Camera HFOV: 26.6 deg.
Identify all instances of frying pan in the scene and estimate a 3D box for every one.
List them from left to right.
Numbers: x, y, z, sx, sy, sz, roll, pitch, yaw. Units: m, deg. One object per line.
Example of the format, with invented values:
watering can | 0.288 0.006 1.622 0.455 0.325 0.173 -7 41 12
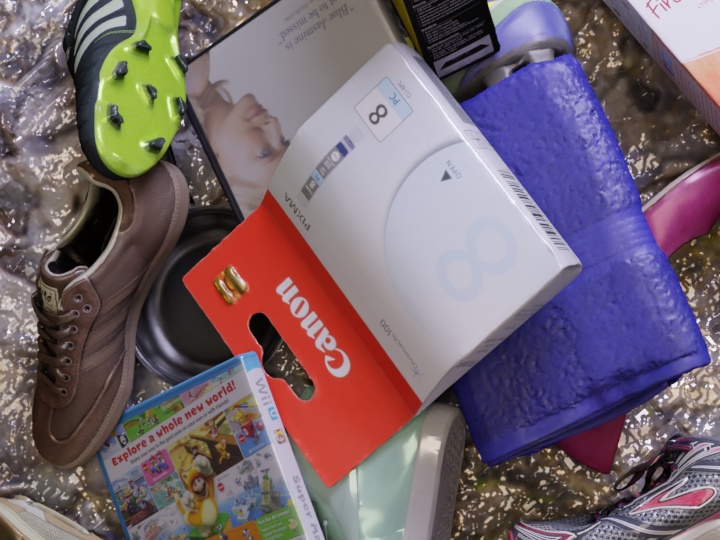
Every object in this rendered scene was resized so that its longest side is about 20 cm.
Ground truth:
frying pan | -0.117 -0.009 0.954 0.115 0.031 0.190 -43 73 4

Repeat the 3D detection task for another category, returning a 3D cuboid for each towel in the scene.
towel | 0.101 -0.006 0.878 0.146 0.049 0.202 -26 77 20

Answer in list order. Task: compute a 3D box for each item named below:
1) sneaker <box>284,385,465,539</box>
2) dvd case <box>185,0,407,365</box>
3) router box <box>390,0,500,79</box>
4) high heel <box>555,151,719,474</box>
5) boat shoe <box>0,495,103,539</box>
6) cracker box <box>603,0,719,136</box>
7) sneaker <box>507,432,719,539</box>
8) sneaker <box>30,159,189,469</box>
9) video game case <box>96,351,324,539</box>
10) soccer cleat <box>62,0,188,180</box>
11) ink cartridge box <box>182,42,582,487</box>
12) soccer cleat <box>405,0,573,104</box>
sneaker | -0.010 0.168 0.913 0.117 0.074 0.203 12 94 21
dvd case | -0.016 -0.065 0.892 0.142 0.018 0.202 -30 79 20
router box | 0.011 -0.230 0.870 0.051 0.149 0.202 -24 64 3
high heel | 0.177 0.022 0.901 0.096 0.067 0.200 46 104 11
boat shoe | -0.185 0.184 0.926 0.199 0.063 0.074 14 99 29
cracker box | 0.206 -0.194 0.894 0.133 0.058 0.201 -37 66 3
sneaker | 0.181 0.134 0.881 0.197 0.081 0.076 -15 92 3
sneaker | -0.172 0.022 0.917 0.070 0.075 0.202 27 100 40
video game case | -0.080 0.166 0.908 0.142 0.018 0.202 -26 82 36
soccer cleat | -0.146 -0.125 0.915 0.081 0.067 0.202 -28 44 32
ink cartridge box | 0.000 0.000 0.849 0.200 0.047 0.161 -42 74 16
soccer cleat | 0.034 -0.116 0.940 0.198 0.065 0.084 -20 54 9
